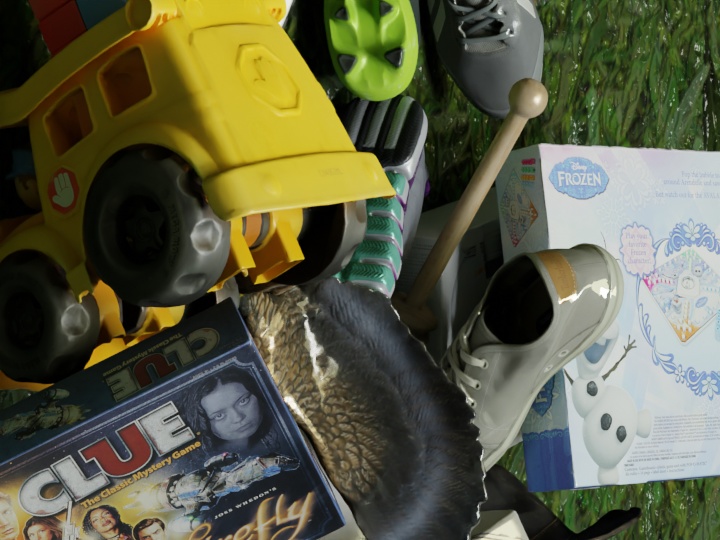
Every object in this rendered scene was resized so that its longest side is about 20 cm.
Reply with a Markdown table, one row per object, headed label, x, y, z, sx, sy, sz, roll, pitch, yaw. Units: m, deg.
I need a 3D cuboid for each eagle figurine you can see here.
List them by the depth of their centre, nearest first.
| label | x | y | z | sx | sy | sz | roll | pitch | yaw |
| --- | --- | --- | --- | --- | --- | --- | --- | --- | --- |
| eagle figurine | -0.041 | 0.064 | 1.514 | 0.151 | 0.152 | 0.200 | -39 | 124 | 1 |

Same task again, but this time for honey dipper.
| label | x | y | z | sx | sy | sz | roll | pitch | yaw |
| --- | --- | --- | --- | --- | --- | --- | --- | --- | --- |
| honey dipper | 0.053 | -0.024 | 1.680 | 0.038 | 0.038 | 0.201 | -9 | 130 | -60 |

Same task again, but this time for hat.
| label | x | y | z | sx | sy | sz | roll | pitch | yaw |
| --- | --- | --- | --- | --- | --- | --- | --- | --- | --- |
| hat | 0.064 | 0.166 | 1.737 | 0.081 | 0.200 | 0.200 | 58 | 30 | 7 |

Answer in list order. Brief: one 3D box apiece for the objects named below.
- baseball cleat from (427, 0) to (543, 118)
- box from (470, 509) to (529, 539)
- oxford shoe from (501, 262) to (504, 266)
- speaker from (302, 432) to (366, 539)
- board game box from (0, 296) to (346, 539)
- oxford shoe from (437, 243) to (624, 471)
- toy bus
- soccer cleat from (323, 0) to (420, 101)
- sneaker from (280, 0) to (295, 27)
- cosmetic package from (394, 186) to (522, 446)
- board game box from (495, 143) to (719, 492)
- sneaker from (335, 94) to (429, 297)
| label | x | y | z | sx | sy | sz | roll | pitch | yaw |
| --- | --- | --- | --- | --- | --- | --- | --- | --- | --- |
| baseball cleat | 0.056 | -0.177 | 1.717 | 0.106 | 0.069 | 0.201 | -45 | 123 | -65 |
| box | 0.005 | 0.203 | 1.541 | 0.200 | 0.082 | 0.069 | -31 | 100 | -34 |
| oxford shoe | 0.128 | 0.012 | 1.780 | 0.200 | 0.071 | 0.073 | -47 | 129 | -47 |
| speaker | -0.018 | 0.152 | 1.628 | 0.081 | 0.081 | 0.201 | 39 | 61 | -57 |
| board game box | -0.121 | 0.109 | 1.339 | 0.136 | 0.199 | 0.035 | 64 | -1 | -42 |
| oxford shoe | 0.071 | 0.055 | 1.658 | 0.058 | 0.200 | 0.075 | 6 | 47 | -39 |
| toy bus | -0.113 | -0.059 | 1.362 | 0.135 | 0.200 | 0.193 | -12 | 73 | -54 |
| soccer cleat | 0.005 | -0.196 | 1.640 | 0.081 | 0.067 | 0.201 | -31 | 120 | -83 |
| sneaker | -0.085 | -0.138 | 1.469 | 0.087 | 0.075 | 0.201 | 25 | 73 | -54 |
| cosmetic package | 0.076 | 0.034 | 1.812 | 0.200 | 0.051 | 0.152 | -22 | 116 | -59 |
| board game box | 0.169 | 0.027 | 1.749 | 0.199 | 0.043 | 0.200 | 0 | 82 | -45 |
| sneaker | 0.000 | 0.000 | 1.648 | 0.088 | 0.074 | 0.201 | 68 | 39 | -52 |
